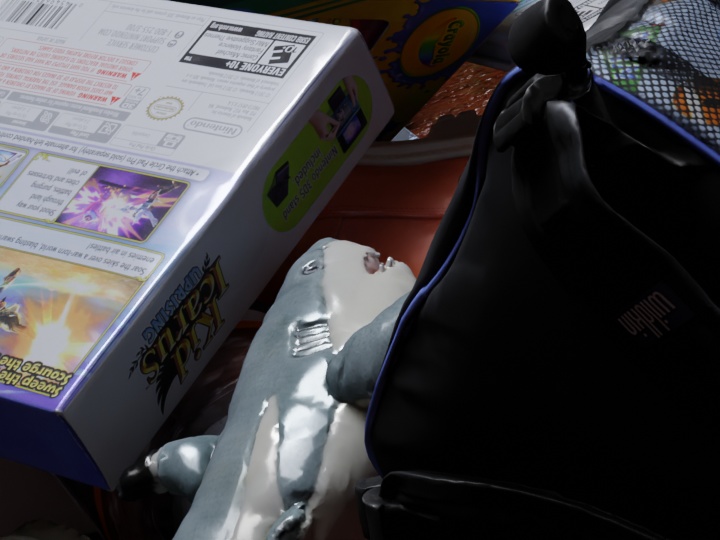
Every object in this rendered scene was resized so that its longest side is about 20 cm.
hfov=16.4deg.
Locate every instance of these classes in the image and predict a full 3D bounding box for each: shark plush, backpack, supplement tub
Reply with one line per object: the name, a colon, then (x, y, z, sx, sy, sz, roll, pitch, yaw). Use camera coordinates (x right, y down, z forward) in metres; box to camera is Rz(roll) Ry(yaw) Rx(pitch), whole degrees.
shark plush: (-0.036, 0.076, 0.770, 0.083, 0.091, 0.200, 25, 71, 29)
backpack: (0.116, 0.029, 0.671, 0.190, 0.200, 0.154, 38, 50, 17)
supplement tub: (-0.053, 0.062, 0.905, 0.107, 0.107, 0.200, -24, 17, -14)

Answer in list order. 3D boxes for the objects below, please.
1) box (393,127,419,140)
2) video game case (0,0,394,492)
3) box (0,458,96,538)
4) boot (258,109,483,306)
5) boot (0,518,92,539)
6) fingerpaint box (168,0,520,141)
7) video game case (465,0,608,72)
box: (-0.034, -0.015, 1.229, 0.160, 0.044, 0.200, -22, 17, -6)
video game case: (-0.116, -0.022, 0.891, 0.200, 0.046, 0.181, 13, 54, 38)
box: (-0.195, 0.035, 1.066, 0.106, 0.153, 0.200, -23, 17, -11)
boot: (0.000, 0.000, 1.055, 0.199, 0.075, 0.108, -11, 55, 22)
boot: (-0.144, 0.164, 0.776, 0.200, 0.073, 0.182, -34, 22, -23)
fingerpaint box: (-0.055, -0.094, 1.062, 0.166, 0.074, 0.200, -2, -24, -29)
video game case: (0.128, -0.140, 1.094, 0.200, 0.024, 0.182, -28, 20, -16)
